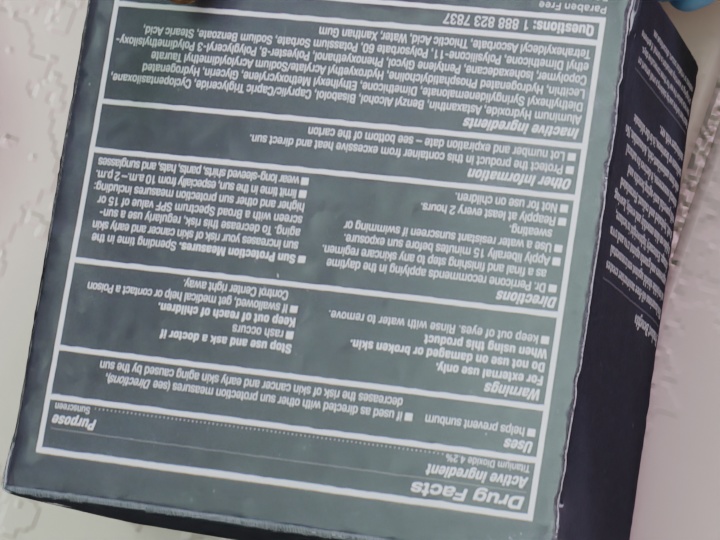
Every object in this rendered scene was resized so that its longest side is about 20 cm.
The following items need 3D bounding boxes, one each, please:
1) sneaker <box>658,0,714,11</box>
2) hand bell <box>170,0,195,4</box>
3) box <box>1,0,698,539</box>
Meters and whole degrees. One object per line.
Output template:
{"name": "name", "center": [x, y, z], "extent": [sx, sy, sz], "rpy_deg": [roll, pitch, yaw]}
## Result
{"name": "sneaker", "center": [0.084, -0.161, 0.999], "extent": [0.080, 0.130, 0.200], "rpy_deg": [-57, 31, 33]}
{"name": "hand bell", "center": [-0.035, -0.179, 0.950], "extent": [0.104, 0.104, 0.201], "rpy_deg": [7, 62, 17]}
{"name": "box", "center": [0.000, 0.000, 0.961], "extent": [0.199, 0.123, 0.199], "rpy_deg": [7, 81, 18]}
